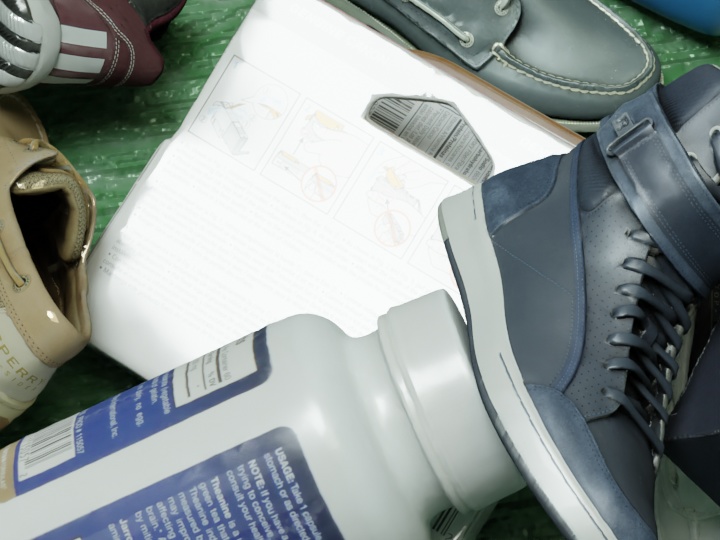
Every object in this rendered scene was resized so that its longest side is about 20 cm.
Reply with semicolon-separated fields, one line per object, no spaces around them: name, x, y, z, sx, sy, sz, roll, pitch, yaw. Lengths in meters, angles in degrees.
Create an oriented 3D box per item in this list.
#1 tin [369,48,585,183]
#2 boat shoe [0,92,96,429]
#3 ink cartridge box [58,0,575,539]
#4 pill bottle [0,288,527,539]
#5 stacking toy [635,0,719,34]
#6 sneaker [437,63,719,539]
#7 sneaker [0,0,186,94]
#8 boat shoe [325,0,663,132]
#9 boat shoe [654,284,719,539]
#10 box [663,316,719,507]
tin;0.052;-0.024;1.061;0.199;0.042;0.112;30;68;12
boat shoe;-0.136;-0.018;0.987;0.064;0.071;0.201;-34;36;17
ink cartridge box;0.000;0.000;1.010;0.199;0.045;0.177;31;83;12
pill bottle;-0.041;0.085;0.920;0.199;0.111;0.112;-25;64;6
stacking toy;0.186;-0.214;1.143;0.109;0.117;0.200;29;49;17
sneaker;0.114;0.011;0.883;0.146;0.077;0.203;-27;44;13
sneaker;-0.145;-0.138;1.103;0.115;0.076;0.200;8;36;-34
boat shoe;0.051;-0.130;1.104;0.199;0.062;0.073;30;63;12
boat shoe;0.151;0.073;0.979;0.073;0.065;0.202;-6;76;-2
box;0.244;0.051;0.943;0.200;0.104;0.183;42;62;-22
